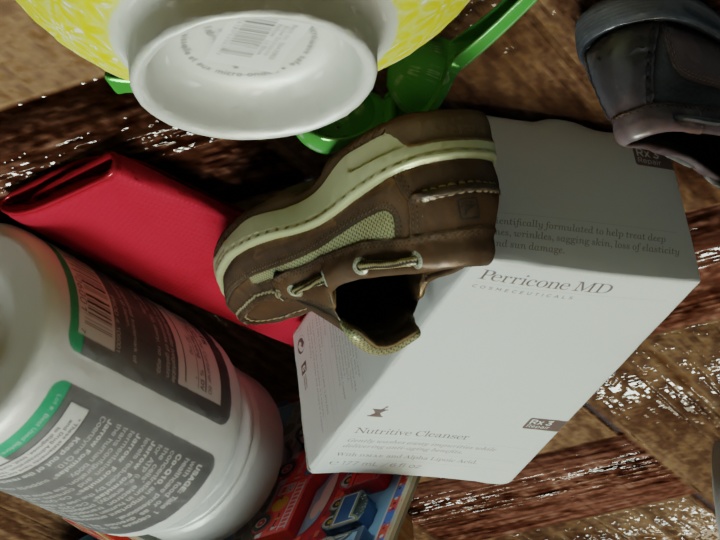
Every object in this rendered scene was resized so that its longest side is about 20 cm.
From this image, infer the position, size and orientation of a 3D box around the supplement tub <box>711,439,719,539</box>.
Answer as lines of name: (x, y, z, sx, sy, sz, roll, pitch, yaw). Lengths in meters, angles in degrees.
supplement tub: (0.307, 0.138, 1.242, 0.199, 0.145, 0.145, -11, 154, 16)

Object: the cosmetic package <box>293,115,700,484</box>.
cosmetic package: (0.055, 0.017, 1.010, 0.113, 0.081, 0.200, 5, 149, -21)

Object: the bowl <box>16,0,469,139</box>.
bowl: (-0.036, -0.108, 0.725, 0.200, 0.108, 0.200, -3, 154, -2)

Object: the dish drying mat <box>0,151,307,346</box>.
dish drying mat: (-0.069, -0.008, 1.033, 0.077, 0.018, 0.200, -23, 149, 33)

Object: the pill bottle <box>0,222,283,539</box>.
pill bottle: (-0.129, 0.062, 1.060, 0.113, 0.113, 0.200, -17, 151, 26)

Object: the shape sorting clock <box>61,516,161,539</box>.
shape sorting clock: (-0.100, 0.166, 1.264, 0.200, 0.039, 0.200, 30, 169, 6)

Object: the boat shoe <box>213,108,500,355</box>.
boat shoe: (-0.006, 0.001, 0.927, 0.075, 0.075, 0.202, -8, 167, -25)

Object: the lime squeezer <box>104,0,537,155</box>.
lime squeezer: (0.004, -0.083, 0.881, 0.200, 0.038, 0.071, -13, 122, 21)

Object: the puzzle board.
puzzle board: (-0.032, 0.116, 1.120, 0.150, 0.200, 0.017, -21, 117, 32)

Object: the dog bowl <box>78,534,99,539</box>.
dog bowl: (-0.102, 0.221, 1.361, 0.200, 0.111, 0.050, 22, 116, 11)

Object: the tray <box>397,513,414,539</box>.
tray: (-0.044, 0.139, 1.322, 0.098, 0.037, 0.200, -11, 154, 15)

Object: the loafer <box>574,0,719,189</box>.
loafer: (0.160, -0.052, 0.918, 0.072, 0.063, 0.200, -25, 147, 38)
